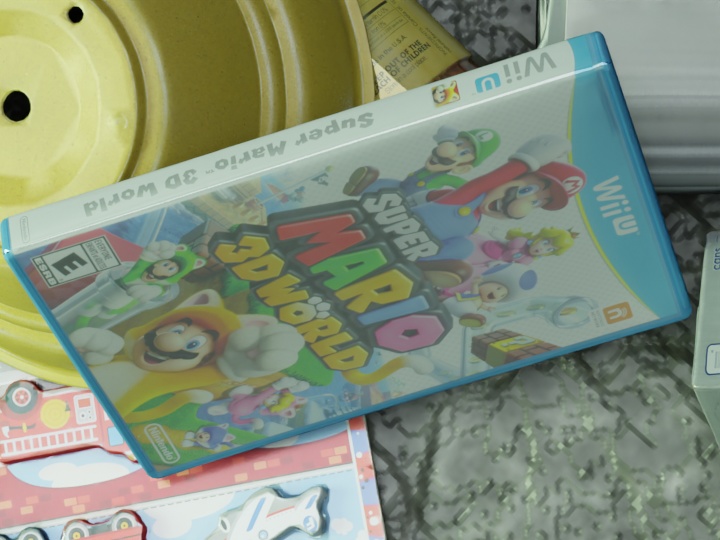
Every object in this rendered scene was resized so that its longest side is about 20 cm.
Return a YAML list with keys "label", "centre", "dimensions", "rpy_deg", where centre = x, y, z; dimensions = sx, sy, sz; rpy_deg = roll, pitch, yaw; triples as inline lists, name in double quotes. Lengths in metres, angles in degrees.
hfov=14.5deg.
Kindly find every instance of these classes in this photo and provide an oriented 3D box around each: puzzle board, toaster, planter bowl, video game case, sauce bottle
- label: "puzzle board"
  centre: [-0.099, 0.052, 1.014]
  dimensions: [0.198, 0.017, 0.152]
  rpy_deg: [-11, 82, 3]
- label: "toaster"
  centre: [0.118, -0.099, 0.965]
  dimensions: [0.128, 0.114, 0.202]
  rpy_deg: [2, 89, 3]
- label: "planter bowl"
  centre: [-0.101, -0.056, 0.952]
  dimensions: [0.199, 0.083, 0.202]
  rpy_deg: [1, 95, 17]
- label: "video game case"
  centre: [0.000, 0.000, 0.930]
  dimensions: [0.199, 0.143, 0.018]
  rpy_deg: [-17, 52, 7]
- label: "sauce bottle"
  centre: [-0.040, -0.110, 1.007]
  dimensions: [0.066, 0.066, 0.200]
  rpy_deg: [-45, 79, -2]

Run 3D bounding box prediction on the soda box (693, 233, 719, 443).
- label: "soda box"
  centre: [0.213, 0.024, 0.920]
  dimensions: [0.199, 0.068, 0.064]
  rpy_deg: [-4, 54, 20]
